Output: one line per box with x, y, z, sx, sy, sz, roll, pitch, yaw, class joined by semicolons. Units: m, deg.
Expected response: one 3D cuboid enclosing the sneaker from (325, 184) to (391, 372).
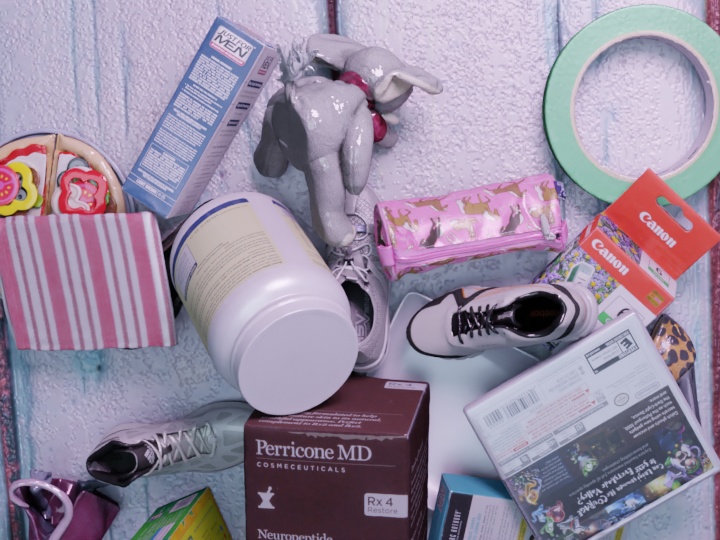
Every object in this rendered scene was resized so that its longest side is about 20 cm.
0.000;0.000;1.268;0.074;0.082;0.203;-8;80;7;sneaker

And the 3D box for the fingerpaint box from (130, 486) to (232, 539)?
-0.177;0.341;1.278;0.073;0.200;0.169;-23;95;9;fingerpaint box

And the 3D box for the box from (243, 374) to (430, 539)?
-0.020;0.225;1.236;0.163;0.164;0.203;2;104;10;box

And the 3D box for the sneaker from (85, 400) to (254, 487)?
-0.195;0.195;1.304;0.197;0.115;0.077;-11;96;6;sneaker

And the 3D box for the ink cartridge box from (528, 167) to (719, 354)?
0.256;0.007;1.242;0.109;0.050;0.200;41;118;-2;ink cartridge box

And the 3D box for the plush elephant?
-0.011;-0.159;1.238;0.153;0.165;0.202;-23;134;-27;plush elephant

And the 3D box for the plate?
0.093;0.151;1.313;0.198;0.032;0.202;28;99;3;plate

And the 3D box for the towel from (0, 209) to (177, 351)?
-0.289;0.010;1.293;0.197;0.030;0.149;-2;108;16;towel

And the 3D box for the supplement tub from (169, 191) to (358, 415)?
-0.095;0.030;1.212;0.143;0.200;0.147;-14;129;-18;supplement tub

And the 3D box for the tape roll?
0.284;-0.165;1.249;0.197;0.048;0.204;1;97;5;tape roll

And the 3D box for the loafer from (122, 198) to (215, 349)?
-0.207;0.004;1.308;0.072;0.063;0.200;41;99;1;loafer

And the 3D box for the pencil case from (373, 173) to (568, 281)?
0.108;-0.043;1.240;0.197;0.087;0.084;-9;80;-7;pencil case

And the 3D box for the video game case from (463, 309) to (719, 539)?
0.231;0.167;1.230;0.198;0.023;0.183;-30;93;5;video game case

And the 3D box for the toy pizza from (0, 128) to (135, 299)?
-0.340;-0.051;1.330;0.197;0.032;0.204;1;97;5;toy pizza

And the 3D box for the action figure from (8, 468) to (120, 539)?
-0.326;0.323;1.324;0.132;0.149;0.203;14;84;-3;action figure

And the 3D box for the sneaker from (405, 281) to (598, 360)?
0.131;0.045;1.224;0.198;0.080;0.075;-12;83;25;sneaker

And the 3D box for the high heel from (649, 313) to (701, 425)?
0.253;0.129;1.274;0.197;0.071;0.145;-12;98;-6;high heel

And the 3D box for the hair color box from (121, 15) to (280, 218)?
-0.161;-0.156;1.266;0.060;0.100;0.201;32;98;2;hair color box

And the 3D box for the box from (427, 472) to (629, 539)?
0.175;0.270;1.286;0.197;0.049;0.084;10;103;-10;box
